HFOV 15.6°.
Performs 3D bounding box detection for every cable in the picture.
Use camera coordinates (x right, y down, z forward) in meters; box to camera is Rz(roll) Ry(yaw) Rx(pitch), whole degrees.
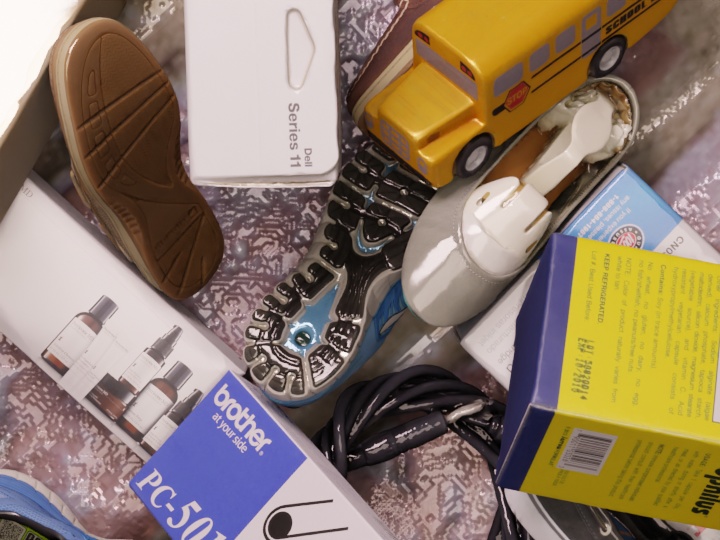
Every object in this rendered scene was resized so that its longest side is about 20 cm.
[{"bbox_3d":[0.029,0.160,1.550,0.163,0.051,0.200,30,85,-16],"label":"cable"}]

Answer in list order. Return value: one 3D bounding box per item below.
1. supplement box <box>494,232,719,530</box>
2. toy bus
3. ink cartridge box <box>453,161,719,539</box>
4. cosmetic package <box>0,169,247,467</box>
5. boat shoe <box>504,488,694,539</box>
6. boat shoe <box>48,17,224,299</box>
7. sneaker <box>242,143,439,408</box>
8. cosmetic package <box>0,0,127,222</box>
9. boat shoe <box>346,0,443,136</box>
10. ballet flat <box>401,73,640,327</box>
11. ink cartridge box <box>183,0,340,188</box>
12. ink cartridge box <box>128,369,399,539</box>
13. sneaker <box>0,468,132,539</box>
[{"bbox_3d":[0.185,0.069,1.436,0.200,0.110,0.109,11,61,-2],"label":"supplement box"},{"bbox_3d":[0.094,-0.134,1.500,0.200,0.078,0.065,-36,59,-21],"label":"toy bus"},{"bbox_3d":[0.176,0.056,1.550,0.200,0.084,0.145,43,92,-4],"label":"ink cartridge box"},{"bbox_3d":[-0.167,0.021,1.561,0.200,0.051,0.083,42,92,-3],"label":"cosmetic package"},{"bbox_3d":[0.167,0.172,1.492,0.200,0.069,0.057,44,125,0],"label":"boat shoe"},{"bbox_3d":[-0.141,-0.066,1.499,0.071,0.064,0.200,-41,137,-24],"label":"boat shoe"},{"bbox_3d":[0.000,0.000,1.552,0.078,0.090,0.200,38,73,12],"label":"sneaker"},{"bbox_3d":[-0.201,-0.123,1.494,0.073,0.104,0.200,28,76,4],"label":"cosmetic package"},{"bbox_3d":[0.054,-0.168,1.550,0.072,0.072,0.200,42,94,28],"label":"boat shoe"},{"bbox_3d":[0.094,-0.047,1.507,0.067,0.064,0.200,48,57,-9],"label":"ballet flat"},{"bbox_3d":[-0.053,-0.122,1.478,0.083,0.200,0.147,-2,93,0],"label":"ink cartridge box"},{"bbox_3d":[-0.043,0.153,1.486,0.094,0.044,0.200,-48,49,4],"label":"ink cartridge box"},{"bbox_3d":[-0.161,0.191,1.544,0.200,0.089,0.079,25,102,3],"label":"sneaker"}]
